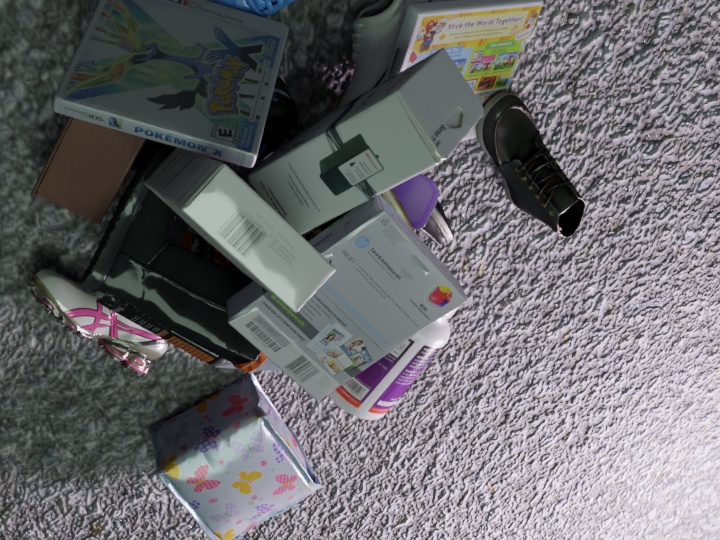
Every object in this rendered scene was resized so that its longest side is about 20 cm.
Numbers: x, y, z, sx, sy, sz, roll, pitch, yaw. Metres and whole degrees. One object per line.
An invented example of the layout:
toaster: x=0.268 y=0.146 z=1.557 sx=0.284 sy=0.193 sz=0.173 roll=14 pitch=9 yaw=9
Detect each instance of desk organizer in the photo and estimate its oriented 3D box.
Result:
desk organizer: x=-0.259 y=-0.153 z=1.099 sx=0.077 sy=0.072 sz=0.200 roll=27 pitch=115 yaw=-16

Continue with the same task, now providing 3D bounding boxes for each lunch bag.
lunch bag: x=-0.168 y=0.268 z=1.455 sx=0.170 sy=0.127 sz=0.200 roll=-30 pitch=122 yaw=1

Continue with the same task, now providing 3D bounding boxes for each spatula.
spatula: x=-0.003 y=-0.117 z=1.196 sx=0.200 sy=0.021 sz=0.057 roll=30 pitch=99 yaw=9

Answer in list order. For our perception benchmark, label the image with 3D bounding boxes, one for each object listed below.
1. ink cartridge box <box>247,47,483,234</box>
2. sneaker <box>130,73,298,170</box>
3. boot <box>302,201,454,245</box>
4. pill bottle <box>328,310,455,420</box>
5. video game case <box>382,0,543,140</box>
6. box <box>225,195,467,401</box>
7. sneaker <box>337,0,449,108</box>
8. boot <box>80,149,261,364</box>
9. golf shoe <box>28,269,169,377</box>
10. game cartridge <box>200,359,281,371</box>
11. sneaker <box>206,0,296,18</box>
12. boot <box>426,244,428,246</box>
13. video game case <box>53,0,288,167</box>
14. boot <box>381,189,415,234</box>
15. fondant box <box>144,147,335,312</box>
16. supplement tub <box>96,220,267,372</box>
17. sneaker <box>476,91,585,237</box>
ink cartridge box: x=0.007 y=-0.128 z=1.076 sx=0.200 sy=0.147 sz=0.083 roll=-24 pitch=105 yaw=34
sneaker: x=-0.163 y=-0.145 z=1.129 sx=0.200 sy=0.112 sz=0.073 roll=-25 pitch=131 yaw=-1
boot: x=0.007 y=-0.071 z=1.288 sx=0.154 sy=0.073 sz=0.204 roll=-35 pitch=129 yaw=12
pill bottle: x=0.040 y=0.095 z=1.404 sx=0.112 sy=0.112 sz=0.200 roll=24 pitch=115 yaw=-35
video game case: x=0.102 y=-0.217 z=1.184 sx=0.200 sy=0.023 sz=0.182 roll=-16 pitch=139 yaw=-39
box: x=-0.015 y=0.032 z=1.106 sx=0.200 sy=0.041 sz=0.156 roll=-35 pitch=125 yaw=15
sneaker: x=0.020 y=-0.249 z=1.158 sx=0.071 sy=0.073 sz=0.200 roll=28 pitch=109 yaw=-17
boot: x=-0.171 y=-0.011 z=1.133 sx=0.200 sy=0.066 sz=0.165 roll=29 pitch=80 yaw=-20
golf shoe: x=-0.304 y=0.044 z=1.263 sx=0.092 sy=0.073 sz=0.200 roll=-52 pitch=134 yaw=-5
game cartridge: x=-0.116 y=0.043 z=1.352 sx=0.133 sy=0.040 sz=0.200 roll=9 pitch=123 yaw=-23
sneaker: x=-0.080 y=-0.295 z=1.066 sx=0.200 sy=0.078 sz=0.066 roll=-35 pitch=133 yaw=9
boot: x=0.000 y=0.000 z=1.258 sx=0.168 sy=0.076 sz=0.200 roll=-20 pitch=148 yaw=9
video game case: x=-0.170 y=-0.193 z=1.000 sx=0.182 sy=0.200 sz=0.022 roll=15 pitch=138 yaw=-8
boot: x=-0.015 y=0.002 z=1.153 sx=0.155 sy=0.072 sz=0.200 roll=-17 pitch=137 yaw=-6
fondant box: x=-0.120 y=-0.045 z=1.016 sx=0.058 sy=0.200 sz=0.144 roll=-48 pitch=113 yaw=-5
supplement tub: x=-0.190 y=0.030 z=1.227 sx=0.200 sy=0.123 sz=0.123 roll=32 pitch=111 yaw=-23
sneaker: x=0.214 y=-0.128 z=1.283 sx=0.075 sy=0.106 sz=0.200 roll=-41 pitch=139 yaw=-5
